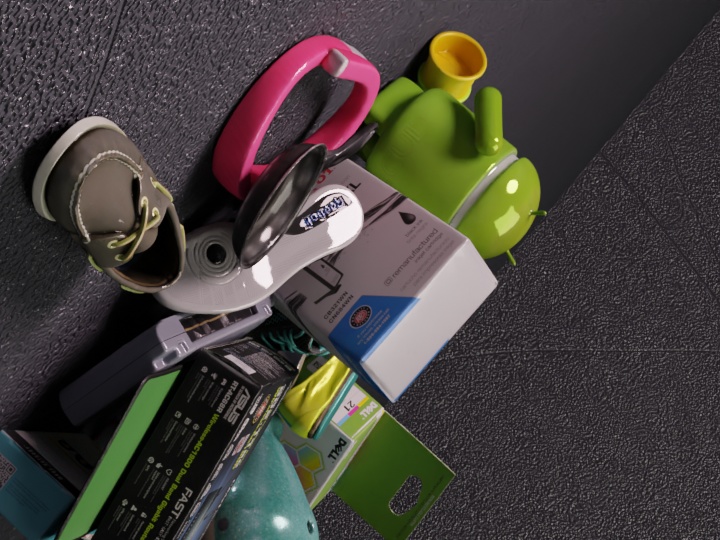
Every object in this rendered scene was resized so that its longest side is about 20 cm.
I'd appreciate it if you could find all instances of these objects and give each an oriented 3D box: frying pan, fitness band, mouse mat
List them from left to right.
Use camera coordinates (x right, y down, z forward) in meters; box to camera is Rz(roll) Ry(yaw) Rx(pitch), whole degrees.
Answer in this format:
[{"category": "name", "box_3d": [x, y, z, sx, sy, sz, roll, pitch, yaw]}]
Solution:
[{"category": "mouse mat", "box_3d": [-0.178, 0.142, 1.052, 0.162, 0.007, 0.200, -60, 172, 8]}, {"category": "fitness band", "box_3d": [-0.048, -0.117, 1.032, 0.144, 0.037, 0.200, -53, 168, 12]}, {"category": "frying pan", "box_3d": [-0.043, -0.081, 1.013, 0.190, 0.031, 0.115, -54, 171, -22]}]

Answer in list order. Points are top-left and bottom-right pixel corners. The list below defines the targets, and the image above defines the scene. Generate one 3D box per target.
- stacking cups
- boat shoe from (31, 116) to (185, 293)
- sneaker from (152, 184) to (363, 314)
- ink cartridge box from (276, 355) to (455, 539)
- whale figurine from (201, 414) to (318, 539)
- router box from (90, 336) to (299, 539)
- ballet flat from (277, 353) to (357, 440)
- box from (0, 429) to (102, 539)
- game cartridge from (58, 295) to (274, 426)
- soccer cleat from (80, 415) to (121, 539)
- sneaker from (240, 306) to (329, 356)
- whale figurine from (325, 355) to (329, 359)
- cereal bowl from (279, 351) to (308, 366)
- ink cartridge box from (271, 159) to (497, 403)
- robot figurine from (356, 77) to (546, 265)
[{"category": "stacking cups", "box_3d": [0.071, -0.160, 1.331, 0.060, 0.060, 0.200, -44, 169, -31]}, {"category": "boat shoe", "box_3d": [-0.151, -0.035, 0.813, 0.072, 0.060, 0.202, -48, 170, -10]}, {"category": "sneaker", "box_3d": [-0.100, -0.010, 1.094, 0.199, 0.074, 0.112, -22, -176, -29]}, {"category": "ink cartridge box", "box_3d": [-0.020, 0.208, 1.369, 0.076, 0.200, 0.148, -35, 162, -52]}, {"category": "whale figurine", "box_3d": [-0.091, 0.217, 1.247, 0.159, 0.103, 0.201, 49, 38, -51]}, {"category": "router box", "box_3d": [-0.138, 0.158, 1.096, 0.201, 0.062, 0.150, -59, 173, 5]}, {"category": "ballet flat", "box_3d": [-0.016, 0.084, 1.311, 0.200, 0.067, 0.067, -49, 166, -30]}, {"category": "box", "box_3d": [-0.250, 0.180, 1.083, 0.049, 0.082, 0.200, -50, 169, -2]}, {"category": "game cartridge", "box_3d": [-0.165, 0.071, 1.094, 0.133, 0.041, 0.200, -38, 175, 22]}, {"category": "soccer cleat", "box_3d": [-0.249, 0.214, 1.250, 0.085, 0.068, 0.200, -55, 180, -41]}, {"category": "sneaker", "box_3d": [-0.061, 0.050, 1.271, 0.199, 0.078, 0.092, -30, -143, 24]}, {"category": "whale figurine", "box_3d": [-0.026, 0.046, 1.597, 0.159, 0.103, 0.201, 109, -1, -61]}, {"category": "cereal bowl", "box_3d": [-0.141, 0.146, 1.423, 0.200, 0.083, 0.200, -48, 170, -11]}, {"category": "ink cartridge box", "box_3d": [0.000, 0.000, 1.172, 0.146, 0.200, 0.084, -49, 140, -7]}, {"category": "robot figurine", "box_3d": [0.085, -0.092, 1.227, 0.116, 0.200, 0.176, -40, 165, -37]}]
